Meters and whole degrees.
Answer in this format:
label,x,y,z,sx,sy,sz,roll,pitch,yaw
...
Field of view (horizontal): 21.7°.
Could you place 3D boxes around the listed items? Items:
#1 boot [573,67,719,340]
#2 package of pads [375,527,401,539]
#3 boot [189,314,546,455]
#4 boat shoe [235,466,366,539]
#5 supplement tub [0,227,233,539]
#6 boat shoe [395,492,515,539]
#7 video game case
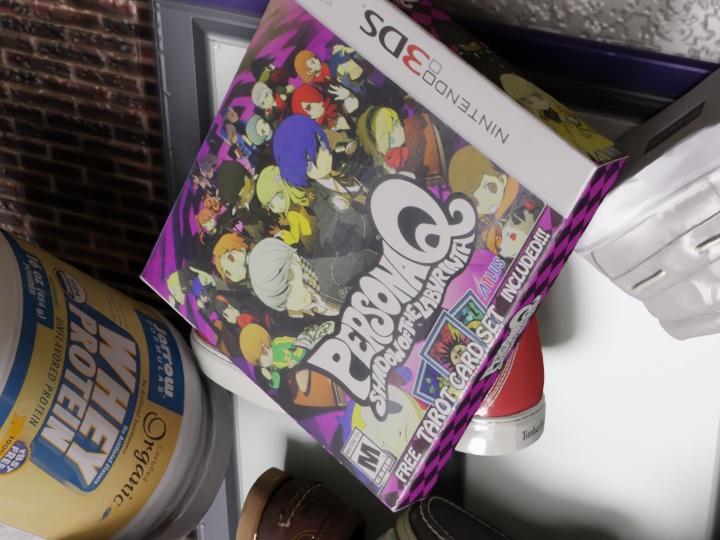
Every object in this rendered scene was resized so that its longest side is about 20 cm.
label,x,y,z,sx,sy,sz,roll,pitch,yaw
boot,0.179,-0.038,0.806,0.096,0.074,0.200,43,140,-13
package of pads,0.017,0.257,1.037,0.154,0.068,0.200,-35,114,15
boot,0.000,0.000,0.929,0.198,0.072,0.146,9,113,29
boat shoe,-0.038,0.207,1.082,0.070,0.070,0.201,21,129,19
supplement tub,-0.172,0.065,0.959,0.144,0.146,0.200,-10,154,33
boat shoe,0.112,0.173,0.988,0.199,0.073,0.065,34,111,4
video game case,0.003,-0.022,0.862,0.181,0.036,0.201,41,120,22
